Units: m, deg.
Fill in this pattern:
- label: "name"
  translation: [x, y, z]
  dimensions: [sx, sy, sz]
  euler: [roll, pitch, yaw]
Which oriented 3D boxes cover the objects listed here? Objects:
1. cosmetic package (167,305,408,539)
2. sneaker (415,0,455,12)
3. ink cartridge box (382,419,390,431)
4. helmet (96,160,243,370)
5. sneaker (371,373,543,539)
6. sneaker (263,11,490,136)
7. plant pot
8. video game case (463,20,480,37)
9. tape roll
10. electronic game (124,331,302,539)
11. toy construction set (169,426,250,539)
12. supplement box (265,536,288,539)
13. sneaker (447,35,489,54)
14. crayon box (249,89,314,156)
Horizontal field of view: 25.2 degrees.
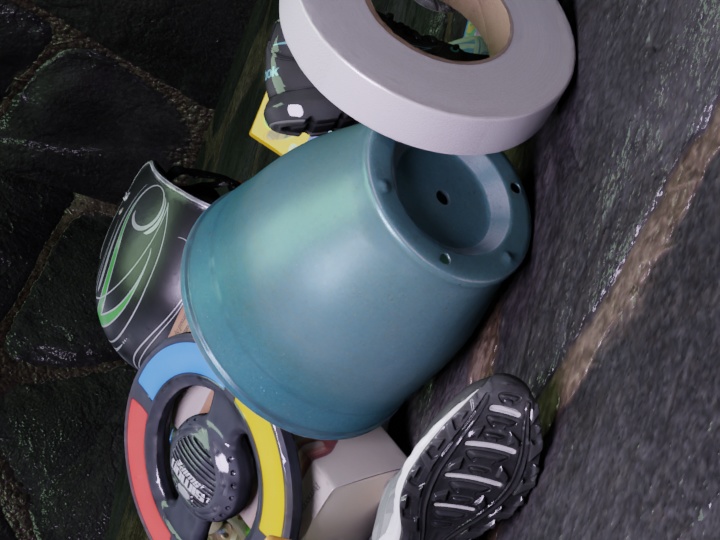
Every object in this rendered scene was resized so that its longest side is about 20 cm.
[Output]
- label: "cosmetic package"
  translation: [-0.065, 0.117, 1.219]
  dimensions: [0.200, 0.087, 0.104]
  euler: [47, 127, 30]
- label: "sneaker"
  translation: [0.088, -0.312, 1.330]
  dimensions: [0.089, 0.076, 0.201]
  euler: [-87, 18, -81]
- label: "ink cartridge box"
  translation: [-0.001, 0.109, 1.347]
  dimensions: [0.161, 0.047, 0.201]
  euler: [-86, 3, -46]
- label: "helmet"
  translation: [-0.148, 0.013, 1.460]
  dimensions: [0.200, 0.199, 0.192]
  euler: [-110, 38, -71]
- label: "sneaker"
  translation: [0.046, 0.130, 0.957]
  dimensions: [0.080, 0.074, 0.201]
  euler: [-93, 22, -49]
- label: "sneaker"
  translation: [0.030, -0.142, 1.109]
  dimensions: [0.075, 0.199, 0.080]
  euler: [138, 126, -76]
- label: "plant pot"
  translation: [0.008, -0.013, 1.092]
  dimensions: [0.188, 0.199, 0.201]
  euler: [-39, 33, 46]
- label: "video game case"
  translation: [0.124, -0.232, 1.246]
  dimensions: [0.200, 0.018, 0.144]
  euler: [167, 119, -77]
- label: "tape roll"
  translation: [0.045, -0.162, 1.063]
  dimensions: [0.037, 0.202, 0.204]
  euler: [120, 163, -47]
- label: "electronic game"
  translation: [-0.111, 0.144, 1.178]
  dimensions: [0.199, 0.041, 0.201]
  euler: [11, 106, 45]
- label: "toy construction set"
  translation: [-0.106, 0.166, 1.394]
  dimensions: [0.092, 0.132, 0.200]
  euler: [-14, 30, 29]
- label: "supplement box"
  translation: [-0.085, 0.249, 1.040]
  dimensions: [0.200, 0.069, 0.067]
  euler: [-44, 38, 35]
- label: "sneaker"
  translation: [0.055, -0.094, 1.249]
  dimensions: [0.200, 0.071, 0.073]
  euler: [116, 172, -45]
- label: "crayon box"
  translation: [-0.015, -0.142, 1.386]
  dimensions: [0.200, 0.051, 0.126]
  euler: [34, 109, 34]
